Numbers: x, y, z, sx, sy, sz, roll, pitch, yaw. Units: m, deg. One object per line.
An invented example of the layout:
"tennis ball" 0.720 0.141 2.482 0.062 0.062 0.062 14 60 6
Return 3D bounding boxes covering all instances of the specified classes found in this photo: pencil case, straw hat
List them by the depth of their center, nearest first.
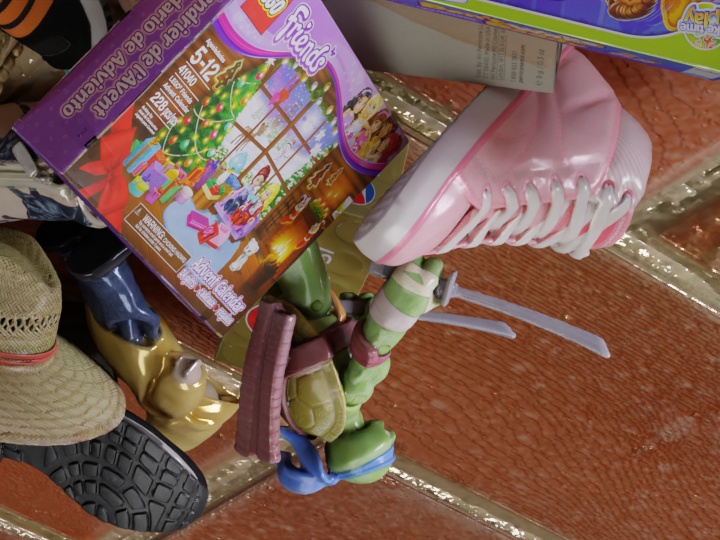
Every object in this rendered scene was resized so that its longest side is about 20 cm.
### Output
"pencil case" -0.232 -0.060 1.322 0.199 0.078 0.089 -2 179 20
"straw hat" -0.224 0.019 1.354 0.200 0.201 0.085 17 108 -8

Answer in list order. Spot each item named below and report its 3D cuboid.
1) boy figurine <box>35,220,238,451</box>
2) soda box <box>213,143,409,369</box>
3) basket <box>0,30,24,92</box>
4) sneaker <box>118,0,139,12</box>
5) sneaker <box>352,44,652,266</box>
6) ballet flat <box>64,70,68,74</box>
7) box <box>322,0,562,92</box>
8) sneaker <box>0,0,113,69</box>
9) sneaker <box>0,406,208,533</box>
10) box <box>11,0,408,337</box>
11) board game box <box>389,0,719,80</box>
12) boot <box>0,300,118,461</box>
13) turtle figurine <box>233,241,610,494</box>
"boy figurine" -0.129 0.045 1.420 0.124 0.064 0.200 34 159 46
"soda box" -0.032 -0.009 1.352 0.068 0.064 0.200 17 146 -6
"basket" -0.246 -0.153 1.103 0.149 0.200 0.143 33 -172 20
"sneaker" -0.109 -0.200 1.004 0.075 0.089 0.201 -19 99 11
"sneaker" 0.083 -0.040 1.131 0.105 0.200 0.075 46 133 0
"ballet flat" -0.108 -0.083 1.267 0.073 0.073 0.200 0 145 17
"box" 0.004 -0.155 1.102 0.199 0.095 0.078 7 145 5
"sneaker" -0.169 -0.142 1.011 0.090 0.070 0.200 -23 160 -8
"sneaker" -0.177 0.088 1.429 0.200 0.088 0.076 27 119 4
"box" -0.061 -0.062 1.039 0.039 0.137 0.200 41 175 27
"board game box" 0.082 -0.174 1.012 0.199 0.135 0.045 13 -179 -3
"boot" -0.222 0.085 1.546 0.138 0.078 0.200 5 147 2
"turtle figurine" 0.000 0.000 1.208 0.200 0.144 0.194 -30 100 11
